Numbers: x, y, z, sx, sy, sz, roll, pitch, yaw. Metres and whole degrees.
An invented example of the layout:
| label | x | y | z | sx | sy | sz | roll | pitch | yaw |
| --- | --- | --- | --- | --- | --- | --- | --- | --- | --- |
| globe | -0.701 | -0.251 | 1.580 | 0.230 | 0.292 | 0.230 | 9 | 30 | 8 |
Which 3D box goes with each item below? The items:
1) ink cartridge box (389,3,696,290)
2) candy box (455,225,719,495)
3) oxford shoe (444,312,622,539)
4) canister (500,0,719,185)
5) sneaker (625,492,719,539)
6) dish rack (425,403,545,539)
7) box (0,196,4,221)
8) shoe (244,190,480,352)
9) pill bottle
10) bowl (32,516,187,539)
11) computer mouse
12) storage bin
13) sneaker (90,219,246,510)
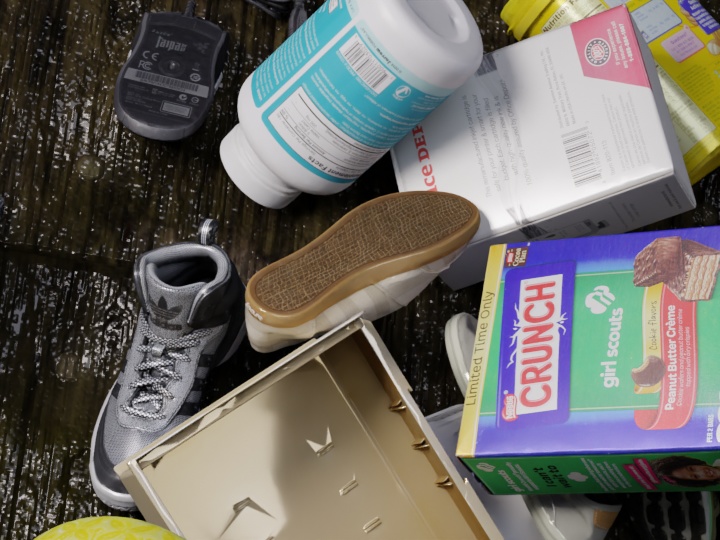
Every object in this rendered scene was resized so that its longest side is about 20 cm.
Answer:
| label | x | y | z | sx | sy | sz | roll | pitch | yaw |
| --- | --- | --- | --- | --- | --- | --- | --- | --- | --- |
| ink cartridge box | 0.130 | -0.090 | 1.612 | 0.200 | 0.083 | 0.147 | -19 | 66 | 14 |
| candy box | 0.177 | 0.061 | 1.451 | 0.199 | 0.077 | 0.170 | -5 | 57 | 26 |
| oxford shoe | 0.125 | 0.109 | 1.538 | 0.075 | 0.058 | 0.200 | 6 | 49 | -55 |
| canister | 0.227 | -0.169 | 1.720 | 0.200 | 0.087 | 0.148 | 49 | 46 | 9 |
| sneaker | 0.245 | 0.122 | 1.549 | 0.088 | 0.201 | 0.077 | -17 | 24 | -37 |
| dish rack | 0.069 | 0.193 | 1.525 | 0.171 | 0.044 | 0.200 | -21 | 70 | -23 |
| box | -0.363 | -0.025 | 1.473 | 0.200 | 0.115 | 0.132 | 30 | 61 | 2 |
| shoe | 0.000 | 0.000 | 1.521 | 0.200 | 0.053 | 0.070 | -26 | 51 | -29 |
| pill bottle | -0.014 | -0.130 | 1.573 | 0.111 | 0.200 | 0.111 | 33 | 34 | -26 |
| bowl | -0.163 | 0.262 | 1.322 | 0.200 | 0.200 | 0.108 | 40 | 23 | 7 |
| computer mouse | -0.112 | -0.157 | 1.654 | 0.140 | 0.046 | 0.200 | 10 | 50 | -6 |
| storage bin | -0.025 | 0.160 | 1.415 | 0.198 | 0.094 | 0.200 | -32 | 91 | -18 |
| sneaker | -0.136 | 0.058 | 1.479 | 0.075 | 0.114 | 0.200 | 15 | 57 | 13 |
